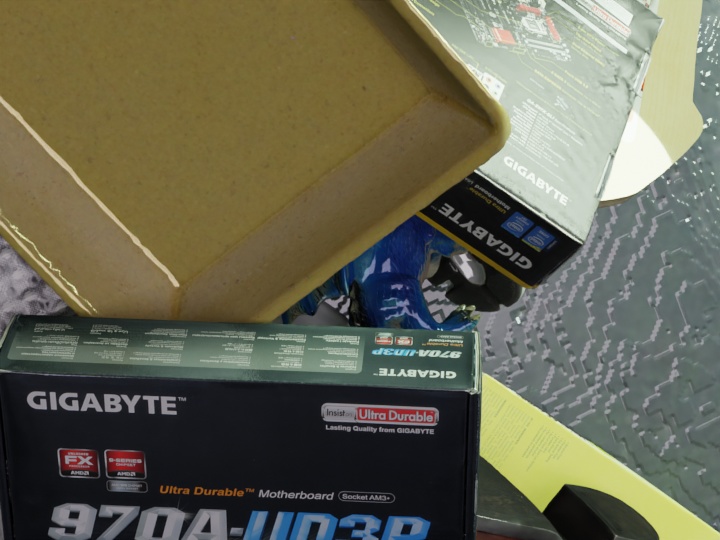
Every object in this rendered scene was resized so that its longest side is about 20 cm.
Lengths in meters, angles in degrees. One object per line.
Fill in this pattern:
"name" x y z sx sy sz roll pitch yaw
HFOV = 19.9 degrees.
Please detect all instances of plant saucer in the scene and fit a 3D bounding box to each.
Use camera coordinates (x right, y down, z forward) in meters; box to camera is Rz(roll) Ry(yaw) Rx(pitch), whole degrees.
"plant saucer" -0.072 -0.079 0.833 0.200 0.048 0.200 -36 105 22

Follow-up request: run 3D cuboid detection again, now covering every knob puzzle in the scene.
"knob puzzle" 0.080 -0.105 1.008 0.219 0.030 0.220 15 58 -25

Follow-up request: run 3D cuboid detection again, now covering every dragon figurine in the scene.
"dragon figurine" 0.000 0.000 0.940 0.099 0.059 0.200 24 58 -26

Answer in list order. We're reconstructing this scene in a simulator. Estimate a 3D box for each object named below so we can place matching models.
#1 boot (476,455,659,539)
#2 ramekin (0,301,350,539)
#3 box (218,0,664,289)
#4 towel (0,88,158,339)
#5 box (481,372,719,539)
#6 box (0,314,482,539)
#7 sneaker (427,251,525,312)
"boot" 0.028 0.182 0.985 0.188 0.068 0.200 16 112 -47
"ramekin" -0.082 0.097 0.995 0.202 0.094 0.203 -1 94 -17
"box" 0.031 -0.108 0.926 0.200 0.049 0.160 33 48 -12
"towel" -0.152 -0.044 0.885 0.192 0.035 0.200 -25 105 -12
"box" 0.117 0.118 1.067 0.200 0.075 0.050 35 88 -18
"box" -0.049 0.099 0.870 0.200 0.046 0.159 3 121 3
"sneaker" 0.034 -0.080 1.027 0.090 0.078 0.200 -38 98 -40
